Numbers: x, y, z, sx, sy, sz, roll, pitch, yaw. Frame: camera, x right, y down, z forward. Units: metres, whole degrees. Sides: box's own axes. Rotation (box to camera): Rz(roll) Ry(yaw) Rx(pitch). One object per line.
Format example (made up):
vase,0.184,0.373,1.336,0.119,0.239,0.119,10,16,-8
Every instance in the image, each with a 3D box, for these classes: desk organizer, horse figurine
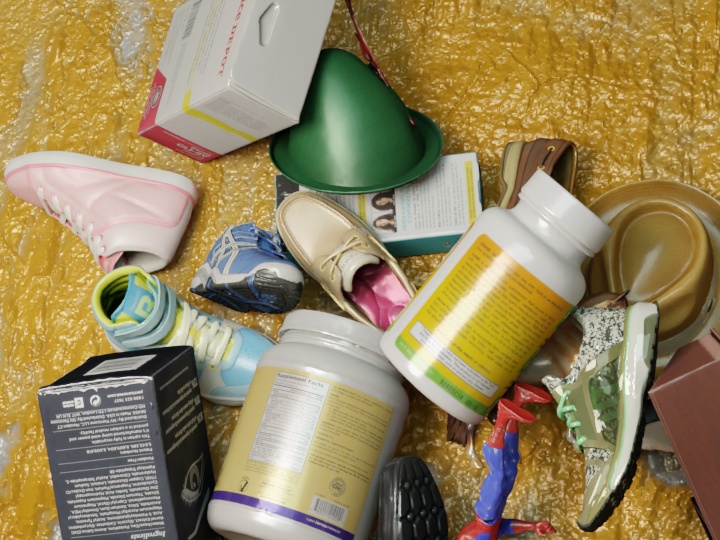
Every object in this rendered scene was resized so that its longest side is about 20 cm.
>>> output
desk organizer,0.304,0.160,1.261,0.076,0.072,0.202,-25,102,4
horse figurine,0.149,0.099,1.331,0.198,0.050,0.134,-16,74,29

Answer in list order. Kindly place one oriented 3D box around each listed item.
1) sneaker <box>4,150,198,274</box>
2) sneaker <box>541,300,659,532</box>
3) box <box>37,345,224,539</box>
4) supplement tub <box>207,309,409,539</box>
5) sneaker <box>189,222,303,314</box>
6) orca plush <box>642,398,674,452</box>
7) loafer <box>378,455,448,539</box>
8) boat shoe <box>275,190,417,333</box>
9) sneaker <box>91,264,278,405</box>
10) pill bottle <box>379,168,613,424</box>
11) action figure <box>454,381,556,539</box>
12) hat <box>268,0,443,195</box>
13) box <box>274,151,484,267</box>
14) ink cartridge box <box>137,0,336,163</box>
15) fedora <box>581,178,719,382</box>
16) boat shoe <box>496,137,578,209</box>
sneaker,-0.265,-0.051,1.487,0.198,0.076,0.106,9,67,9
sneaker,0.190,0.115,1.249,0.088,0.077,0.202,9,67,16
box,-0.194,0.179,1.315,0.103,0.148,0.203,-7,96,8
supplement tub,-0.040,0.151,1.337,0.144,0.146,0.202,14,73,15
sneaker,-0.102,-0.006,1.384,0.075,0.200,0.078,24,82,-24
orca plush,0.301,0.134,1.343,0.198,0.071,0.106,-19,112,14
loafer,0.038,0.260,1.302,0.070,0.068,0.203,-7,90,47
boat shoe,0.000,0.000,1.380,0.200,0.069,0.074,43,87,7
sneaker,-0.162,0.059,1.400,0.198,0.131,0.080,15,72,15
pill bottle,0.117,0.019,1.268,0.111,0.111,0.201,42,98,21
action figure,0.135,0.206,1.288,0.098,0.065,0.202,28,120,18
hat,-0.017,-0.193,1.413,0.165,0.178,0.200,-26,39,-27
box,0.019,-0.056,1.453,0.197,0.049,0.083,-6,70,8
ink cartridge box,-0.119,-0.198,1.449,0.083,0.199,0.147,25,70,-27
fedora,0.262,0.000,1.371,0.198,0.082,0.203,-4,70,10
boat shoe,0.164,-0.044,1.382,0.067,0.072,0.202,-13,48,26
